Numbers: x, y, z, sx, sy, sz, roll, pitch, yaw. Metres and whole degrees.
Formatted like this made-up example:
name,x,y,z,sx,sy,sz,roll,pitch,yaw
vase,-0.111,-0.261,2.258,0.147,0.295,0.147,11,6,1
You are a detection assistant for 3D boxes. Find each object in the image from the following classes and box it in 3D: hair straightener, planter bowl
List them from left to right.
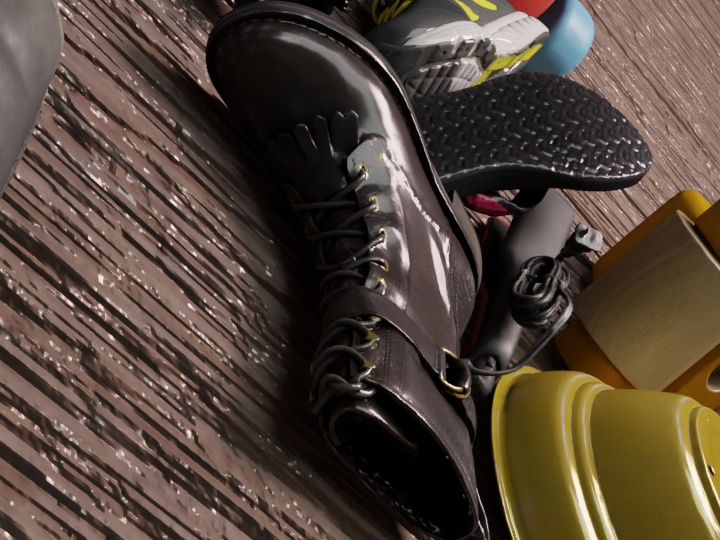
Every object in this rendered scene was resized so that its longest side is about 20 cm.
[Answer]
name,x,y,z,sx,sy,sz,roll,pitch,yaw
hair straightener,0.083,0.000,0.847,0.041,0.077,0.200,42,28,-5
planter bowl,0.148,0.123,0.810,0.201,0.083,0.202,48,26,-33

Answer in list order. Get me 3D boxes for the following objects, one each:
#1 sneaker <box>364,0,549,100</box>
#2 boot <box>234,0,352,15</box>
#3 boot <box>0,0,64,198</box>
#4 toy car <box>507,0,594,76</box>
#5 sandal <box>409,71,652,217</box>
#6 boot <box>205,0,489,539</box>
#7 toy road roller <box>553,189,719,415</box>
name,x,y,z,sx,sy,sz,roll,pitch,yaw
sneaker,0.033,-0.126,0.920,0.085,0.075,0.200,43,22,10
boot,-0.010,-0.225,0.798,0.163,0.197,0.073,53,-11,11
boot,-0.152,-0.066,0.468,0.201,0.072,0.183,-83,151,-44
toy car,0.132,-0.264,1.091,0.184,0.199,0.178,42,29,-33
sandal,0.061,-0.058,0.858,0.198,0.045,0.076,-7,54,-31
boot,0.000,0.000,0.692,0.200,0.069,0.175,50,25,-26
toy road roller,0.186,0.014,0.989,0.199,0.123,0.147,33,21,-49
